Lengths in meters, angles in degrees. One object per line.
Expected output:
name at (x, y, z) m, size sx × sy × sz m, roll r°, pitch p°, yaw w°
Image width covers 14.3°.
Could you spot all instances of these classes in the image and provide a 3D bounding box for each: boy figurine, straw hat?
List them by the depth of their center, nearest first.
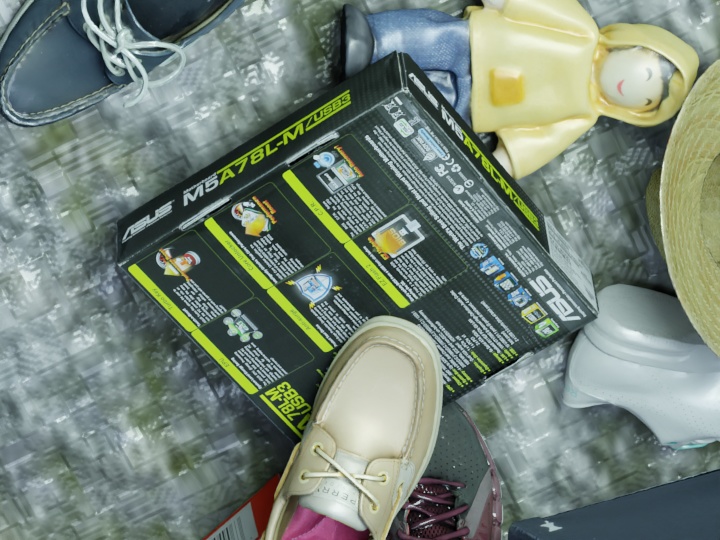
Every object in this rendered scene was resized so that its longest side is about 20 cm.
boy figurine at (0.087, -0.103, 1.582) m, size 0.199 × 0.064 × 0.125 m, roll 2°, pitch 111°, yaw -5°
straw hat at (0.209, -0.027, 1.610) m, size 0.201 × 0.085 × 0.202 m, roll 1°, pitch 88°, yaw -39°

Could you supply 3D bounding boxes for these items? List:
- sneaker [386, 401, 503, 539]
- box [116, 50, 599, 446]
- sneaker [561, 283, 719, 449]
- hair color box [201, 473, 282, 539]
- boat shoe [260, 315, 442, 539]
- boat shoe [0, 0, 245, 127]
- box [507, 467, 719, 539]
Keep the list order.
sneaker at (0.052, 0.161, 1.618) m, size 0.075 × 0.116 × 0.201 m, roll -4°, pitch 80°, yaw -6°
box at (0.000, 0.000, 1.585) m, size 0.193 × 0.048 × 0.200 m, roll -30°, pitch 125°, yaw 20°
sneaker at (0.214, 0.074, 1.676) m, size 0.200 × 0.075 × 0.089 m, roll 18°, pitch 121°, yaw -8°
hair color box at (-0.020, 0.229, 1.704) m, size 0.111 × 0.064 × 0.200 m, roll -40°, pitch 110°, yaw 8°
boat shoe at (-0.008, 0.123, 1.583) m, size 0.074 × 0.069 × 0.200 m, roll 20°, pitch 110°, yaw 4°
boat shoe at (-0.116, -0.139, 1.540) m, size 0.200 × 0.062 × 0.075 m, roll -32°, pitch 115°, yaw 6°
box at (0.186, 0.234, 1.664) m, size 0.196 × 0.117 × 0.200 m, roll -12°, pitch 117°, yaw -35°
